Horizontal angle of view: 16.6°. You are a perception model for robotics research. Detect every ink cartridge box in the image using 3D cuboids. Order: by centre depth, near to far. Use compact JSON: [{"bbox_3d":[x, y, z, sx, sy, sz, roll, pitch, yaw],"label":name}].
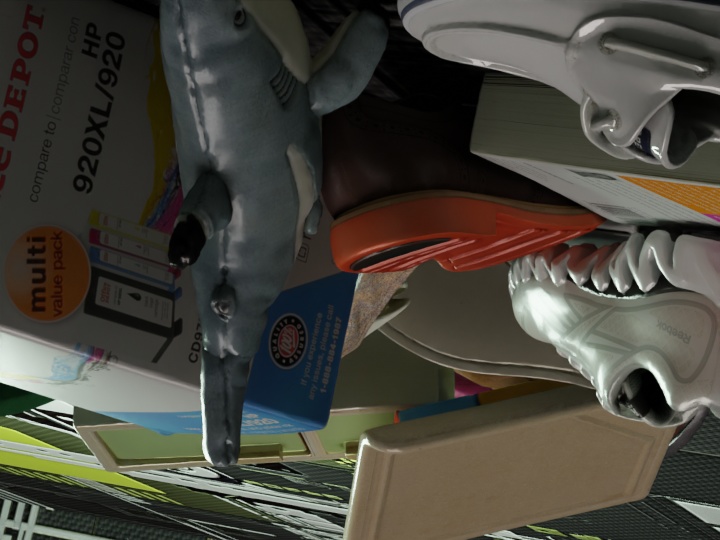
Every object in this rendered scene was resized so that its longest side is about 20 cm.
[{"bbox_3d":[-0.117,-0.025,1.057,0.199,0.149,0.144,19,167,-31],"label":"ink cartridge box"}]

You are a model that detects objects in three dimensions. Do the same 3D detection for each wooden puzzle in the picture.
[{"bbox_3d":[0.081,0.100,1.334,0.183,0.038,0.200,-11,158,-11],"label":"wooden puzzle"}]

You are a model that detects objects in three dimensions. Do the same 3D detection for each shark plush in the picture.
[{"bbox_3d":[-0.060,-0.027,0.933,0.090,0.201,0.083,21,-157,13],"label":"shark plush"}]

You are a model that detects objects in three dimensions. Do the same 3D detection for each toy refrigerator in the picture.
[{"bbox_3d":[-0.051,0.066,1.345,0.198,0.071,0.076,-4,155,7],"label":"toy refrigerator"}]

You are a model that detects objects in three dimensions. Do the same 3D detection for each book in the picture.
[{"bbox_3d":[0.160,-0.036,0.957,0.199,0.048,0.133,6,170,35],"label":"book"}]

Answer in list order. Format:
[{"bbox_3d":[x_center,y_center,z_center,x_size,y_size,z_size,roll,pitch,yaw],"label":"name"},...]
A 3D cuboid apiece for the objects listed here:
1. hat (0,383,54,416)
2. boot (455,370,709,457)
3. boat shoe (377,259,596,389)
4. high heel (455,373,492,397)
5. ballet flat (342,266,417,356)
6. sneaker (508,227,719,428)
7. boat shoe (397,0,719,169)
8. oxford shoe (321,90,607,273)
[{"bbox_3d":[-0.240,-0.033,1.429,0.199,0.166,0.176,22,-157,-48],"label":"hat"},{"bbox_3d":[0.089,0.035,1.404,0.199,0.069,0.188,27,171,-20],"label":"boot"},{"bbox_3d":[0.081,0.017,1.234,0.198,0.073,0.063,17,-172,8],"label":"boat shoe"},{"bbox_3d":[0.046,0.090,1.636,0.096,0.068,0.200,9,158,-33],"label":"high heel"},{"bbox_3d":[0.000,0.000,1.171,0.067,0.069,0.200,-13,163,-26],"label":"ballet flat"},{"bbox_3d":[0.117,0.028,1.099,0.074,0.082,0.200,6,175,-18],"label":"sneaker"},{"bbox_3d":[0.100,-0.067,0.816,0.198,0.066,0.074,7,168,27],"label":"boat shoe"},{"bbox_3d":[0.047,-0.042,1.038,0.071,0.073,0.200,-19,171,26],"label":"oxford shoe"}]
